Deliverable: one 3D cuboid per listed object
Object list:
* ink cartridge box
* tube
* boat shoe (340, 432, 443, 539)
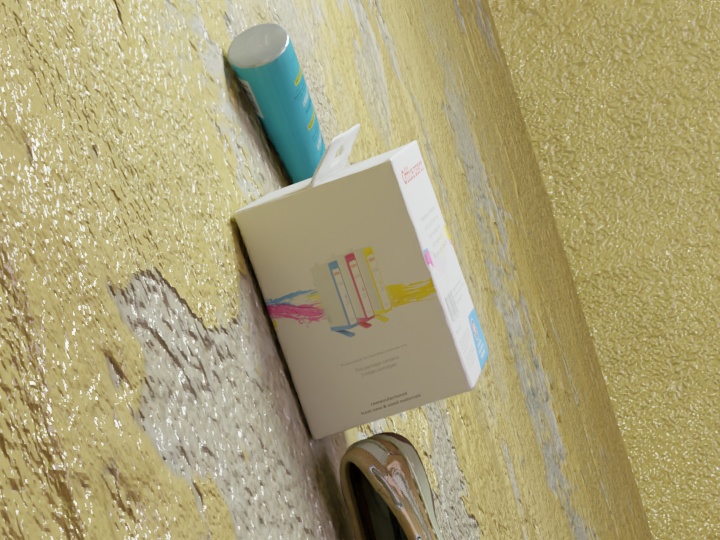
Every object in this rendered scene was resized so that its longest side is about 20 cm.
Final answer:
[{"bbox_3d":[0.000,0.000,1.519,0.129,0.124,0.201,-41,112,-78],"label":"ink cartridge box"},{"bbox_3d":[-0.051,-0.106,1.661,0.201,0.050,0.078,67,19,-44],"label":"tube"},{"bbox_3d":[0.030,0.218,1.473,0.201,0.071,0.076,65,25,5],"label":"boat shoe"}]
